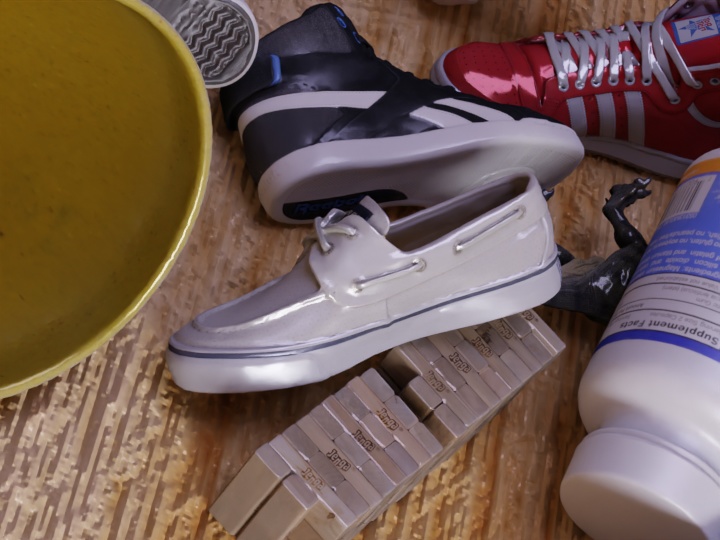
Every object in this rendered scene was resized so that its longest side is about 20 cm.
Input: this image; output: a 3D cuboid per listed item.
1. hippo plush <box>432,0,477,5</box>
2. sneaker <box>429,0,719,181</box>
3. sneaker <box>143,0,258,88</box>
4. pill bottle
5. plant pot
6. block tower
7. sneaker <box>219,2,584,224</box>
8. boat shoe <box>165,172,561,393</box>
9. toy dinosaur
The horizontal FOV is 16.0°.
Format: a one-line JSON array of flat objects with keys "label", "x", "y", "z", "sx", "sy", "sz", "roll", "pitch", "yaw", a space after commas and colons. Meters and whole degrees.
[{"label": "hippo plush", "x": 0.116, "y": -0.237, "z": 1.405, "sx": 0.160, "sy": 0.200, "sz": 0.160, "roll": 11, "pitch": 54, "yaw": 22}, {"label": "sneaker", "x": 0.143, "y": -0.113, "z": 1.409, "sx": 0.199, "sy": 0.113, "sz": 0.071, "roll": 8, "pitch": 51, "yaw": -30}, {"label": "sneaker", "x": -0.151, "y": -0.141, "z": 1.274, "sx": 0.199, "sy": 0.073, "sz": 0.085, "roll": 18, "pitch": 16, "yaw": -14}, {"label": "pill bottle", "x": 0.176, "y": 0.046, "z": 1.282, "sx": 0.112, "sy": 0.112, "sz": 0.200, "roll": 33, "pitch": 62, "yaw": -8}, {"label": "plant pot", "x": -0.185, "y": -0.062, "z": 1.104, "sx": 0.199, "sy": 0.201, "sz": 0.142, "roll": -5, "pitch": 32, "yaw": -38}, {"label": "block tower", "x": 0.016, "y": 0.073, "z": 1.211, "sx": 0.054, "sy": 0.058, "sz": 0.200, "roll": 48, "pitch": 45, "yaw": 8}, {"label": "sneaker", "x": 0.021, "y": -0.091, "z": 1.333, "sx": 0.199, "sy": 0.073, "sz": 0.112, "roll": -5, "pitch": 60, "yaw": -36}, {"label": "boat shoe", "x": 0.000, "y": 0.000, "z": 1.201, "sx": 0.199, "sy": 0.070, "sz": 0.071, "roll": -16, "pitch": 22, "yaw": -15}, {"label": "toy dinosaur", "x": 0.125, "y": -0.002, "z": 1.358, "sx": 0.199, "sy": 0.047, "sz": 0.089, "roll": 4, "pitch": 61, "yaw": -29}]
